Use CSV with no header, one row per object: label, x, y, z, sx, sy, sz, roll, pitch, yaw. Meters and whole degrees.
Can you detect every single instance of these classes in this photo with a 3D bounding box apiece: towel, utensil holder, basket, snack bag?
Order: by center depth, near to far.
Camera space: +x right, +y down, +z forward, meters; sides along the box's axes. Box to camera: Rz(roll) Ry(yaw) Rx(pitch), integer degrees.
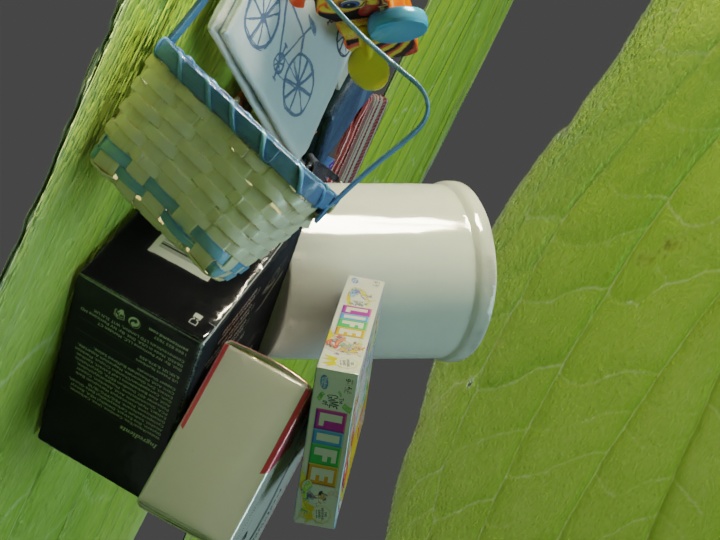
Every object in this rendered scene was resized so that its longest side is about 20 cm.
basket,-0.076,-0.106,1.118,0.200,0.176,0.139,-44,176,7
snack bag,-0.045,-0.214,1.277,0.201,0.021,0.189,-66,154,-20
utensil holder,0.000,0.000,1.490,0.170,0.199,0.171,-179,-90,-66
towel,-0.018,-0.200,1.748,0.200,0.048,0.112,-58,172,-41
towel,-0.009,-0.165,2.114,0.200,0.023,0.145,-33,148,-81

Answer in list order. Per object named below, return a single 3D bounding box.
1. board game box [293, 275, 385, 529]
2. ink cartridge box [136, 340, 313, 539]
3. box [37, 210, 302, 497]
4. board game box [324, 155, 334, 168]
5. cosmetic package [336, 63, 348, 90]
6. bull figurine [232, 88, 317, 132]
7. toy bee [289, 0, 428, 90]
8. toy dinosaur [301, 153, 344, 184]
board game box,-0.015,0.103,1.323,0.200,0.034,0.135,-72,171,-68
ink cartridge box,-0.099,0.149,1.324,0.147,0.082,0.200,-62,173,-8
box,-0.155,0.045,1.337,0.197,0.117,0.201,-54,169,-49
board game box,-0.105,-0.028,1.785,0.201,0.045,0.152,-65,174,25
cosmetic package,0.002,-0.285,1.527,0.201,0.051,0.151,-62,175,-8
bull figurine,-0.068,-0.166,1.385,0.121,0.065,0.201,-36,148,-63
toy bee,-0.003,-0.219,1.248,0.200,0.108,0.132,90,-6,-56
toy dinosaur,-0.076,-0.088,1.608,0.181,0.104,0.201,167,-59,-72
